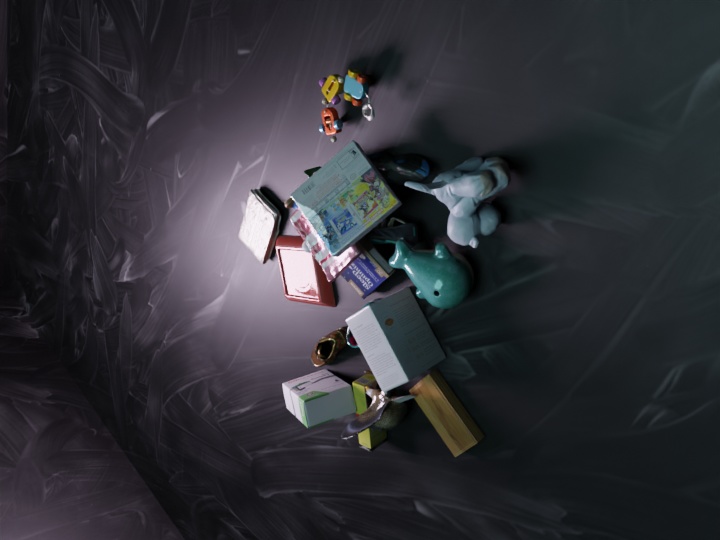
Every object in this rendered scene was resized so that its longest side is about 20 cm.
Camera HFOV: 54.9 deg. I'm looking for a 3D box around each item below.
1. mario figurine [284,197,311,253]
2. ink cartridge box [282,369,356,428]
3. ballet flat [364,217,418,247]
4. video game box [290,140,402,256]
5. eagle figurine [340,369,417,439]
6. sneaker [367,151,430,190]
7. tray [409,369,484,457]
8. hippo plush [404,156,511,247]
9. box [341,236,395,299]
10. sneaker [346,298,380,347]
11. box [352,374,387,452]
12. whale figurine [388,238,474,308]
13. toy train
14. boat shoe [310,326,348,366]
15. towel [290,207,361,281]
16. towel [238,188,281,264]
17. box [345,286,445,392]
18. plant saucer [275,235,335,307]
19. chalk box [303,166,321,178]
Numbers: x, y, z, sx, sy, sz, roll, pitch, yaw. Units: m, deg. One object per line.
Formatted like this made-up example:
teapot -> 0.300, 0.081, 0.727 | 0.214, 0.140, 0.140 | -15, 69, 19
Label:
mario figurine -> -0.127, -0.100, 1.798 | 0.201, 0.123, 0.106 | 56, 154, 5
ink cartridge box -> -0.120, 0.354, 1.936 | 0.200, 0.145, 0.085 | 14, 117, 65
ballet flat -> 0.066, -0.093, 1.669 | 0.199, 0.073, 0.074 | 6, 111, 50
video game box -> -0.034, -0.163, 1.588 | 0.200, 0.047, 0.183 | -38, 76, 15
eagle figurine -> 0.048, 0.350, 1.779 | 0.151, 0.151, 0.202 | 16, 100, -6
sneaker -> 0.087, -0.221, 1.591 | 0.199, 0.073, 0.083 | 20, 129, 49
tray -> 0.212, 0.356, 1.729 | 0.201, 0.037, 0.099 | 54, 136, 13
hippo plush -> 0.226, -0.128, 1.408 | 0.159, 0.199, 0.162 | 27, 136, 61
box -> 0.000, 0.000, 1.745 | 0.121, 0.032, 0.200 | 47, 150, 2
sneaker -> 0.026, 0.187, 1.780 | 0.083, 0.120, 0.202 | -2, 106, 45
box -> 0.026, 0.389, 1.902 | 0.050, 0.075, 0.202 | 12, 116, 42
whale figurine -> 0.154, 0.009, 1.557 | 0.199, 0.104, 0.160 | 28, 128, 7
toy train -> -0.029, -0.395, 1.639 | 0.199, 0.055, 0.151 | -6, 104, 49
boat shoe -> -0.100, 0.221, 1.960 | 0.072, 0.068, 0.200 | 53, 137, 12
towel -> -0.088, -0.087, 1.671 | 0.201, 0.023, 0.144 | 57, 137, 11
towel -> -0.296, -0.131, 2.034 | 0.133, 0.034, 0.201 | 46, 135, 23
box -> 0.086, 0.166, 1.688 | 0.106, 0.152, 0.201 | -34, 81, 47
plant saucer -> -0.165, 0.005, 1.958 | 0.199, 0.037, 0.202 | 6, 112, 44
chalk box -> -0.061, -0.181, 1.708 | 0.201, 0.124, 0.124 | 56, 137, 10
